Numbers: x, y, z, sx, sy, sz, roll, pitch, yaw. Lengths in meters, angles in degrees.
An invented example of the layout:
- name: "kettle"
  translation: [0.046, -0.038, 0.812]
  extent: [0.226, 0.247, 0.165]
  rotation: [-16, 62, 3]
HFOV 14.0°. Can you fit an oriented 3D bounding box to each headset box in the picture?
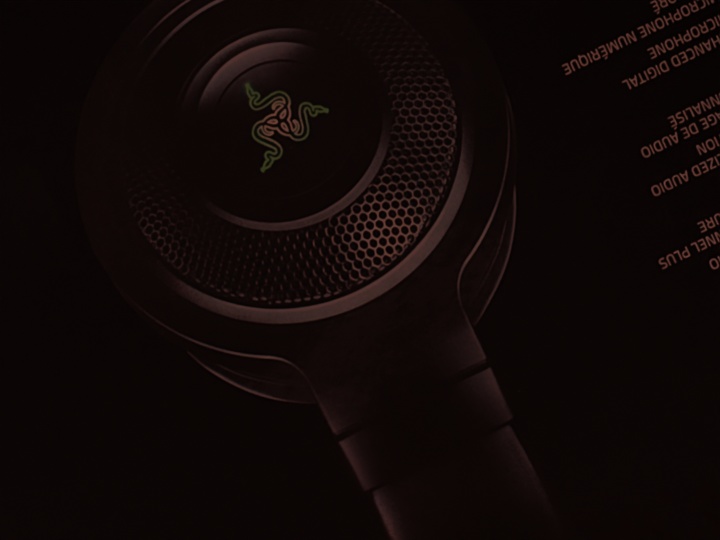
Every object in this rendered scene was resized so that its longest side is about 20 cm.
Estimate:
- name: "headset box"
  translation: [0.000, 0.000, 0.542]
  extent: [0.093, 0.174, 0.201]
  rotation: [-118, 2, -84]
